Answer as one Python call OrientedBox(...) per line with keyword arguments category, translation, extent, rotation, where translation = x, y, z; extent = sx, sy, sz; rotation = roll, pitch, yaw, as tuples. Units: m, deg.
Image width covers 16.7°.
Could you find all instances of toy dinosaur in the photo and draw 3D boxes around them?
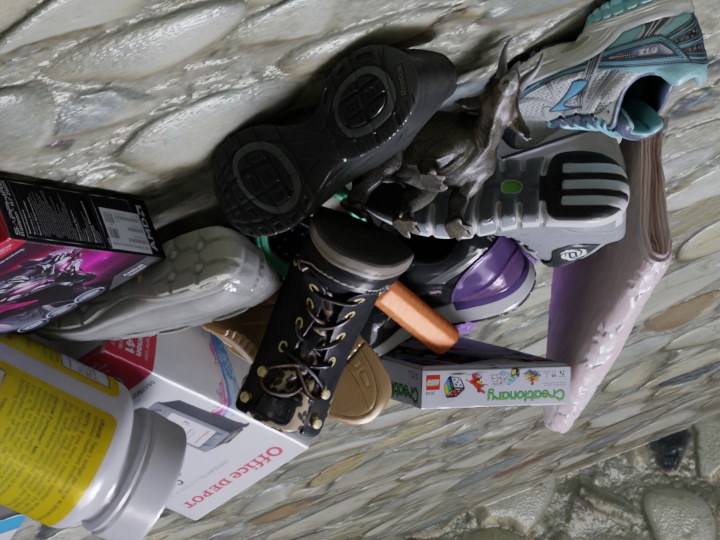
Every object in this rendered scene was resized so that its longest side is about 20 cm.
OrientedBox(category="toy dinosaur", translation=(0.046, -0.077, 1.689), extent=(0.200, 0.077, 0.102), rotation=(-16, -143, 42))

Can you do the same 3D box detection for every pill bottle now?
OrientedBox(category="pill bottle", translation=(-0.229, 0.110, 1.712), extent=(0.200, 0.114, 0.114), rotation=(28, 143, -19))

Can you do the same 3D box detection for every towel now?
OrientedBox(category="towel", translation=(0.193, -0.002, 1.916), extent=(0.032, 0.191, 0.200), rotation=(17, 131, -8))

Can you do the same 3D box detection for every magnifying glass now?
OrientedBox(category="magnifying glass", translation=(0.000, 0.000, 1.798), extent=(0.080, 0.022, 0.200), rotation=(-44, 121, 11))

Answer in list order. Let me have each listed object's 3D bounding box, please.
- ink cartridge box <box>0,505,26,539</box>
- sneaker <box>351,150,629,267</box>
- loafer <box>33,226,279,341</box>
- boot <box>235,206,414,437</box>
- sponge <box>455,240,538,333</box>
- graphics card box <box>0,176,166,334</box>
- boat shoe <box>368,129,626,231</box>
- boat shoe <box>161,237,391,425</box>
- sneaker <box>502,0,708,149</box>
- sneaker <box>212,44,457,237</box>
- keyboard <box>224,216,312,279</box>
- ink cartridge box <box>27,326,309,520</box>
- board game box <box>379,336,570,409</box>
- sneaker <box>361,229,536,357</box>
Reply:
OrientedBox(category="ink cartridge box", translation=(-0.353, 0.160, 1.832), extent=(0.145, 0.147, 0.200), rotation=(-15, 164, -25))
OrientedBox(category="sneaker", translation=(0.098, -0.038, 1.776), extent=(0.200, 0.075, 0.116), rotation=(6, 158, 14))
OrientedBox(category="loafer", translation=(-0.147, 0.019, 1.704), extent=(0.200, 0.070, 0.070), rotation=(-10, 150, 35))
OrientedBox(category="boot", translation=(-0.028, 0.038, 1.656), extent=(0.073, 0.151, 0.200), rotation=(21, -175, -9))
OrientedBox(category="sponge", translation=(0.120, -0.022, 2.003), extent=(0.200, 0.030, 0.112), rotation=(-47, 158, 19))
OrientedBox(category="graphics card box", translation=(-0.229, -0.007, 1.594), extent=(0.125, 0.051, 0.200), rotation=(-28, 167, 20))
OrientedBox(category="boat shoe", translation=(0.107, -0.062, 1.875), extent=(0.200, 0.065, 0.074), rotation=(-22, 167, -2))
OrientedBox(category="boat shoe", translation=(-0.063, 0.038, 1.787), extent=(0.074, 0.200, 0.069), rotation=(-53, -175, 7))
OrientedBox(category="sneaker", translation=(0.162, -0.121, 1.691), extent=(0.078, 0.086, 0.200), rotation=(-12, 163, -37))
OrientedBox(category="sneaker", translation=(-0.013, -0.082, 1.609), extent=(0.200, 0.076, 0.091), rotation=(-30, 172, 37))
OrientedBox(category="keyboard", translation=(-0.082, 0.026, 1.845), extent=(0.104, 0.040, 0.200), rotation=(12, 142, -23))
OrientedBox(category="ink cartridge box", translation=(-0.156, 0.094, 1.848), extent=(0.200, 0.086, 0.148), rotation=(29, 134, -31))
OrientedBox(category="board game box", translation=(0.064, 0.079, 1.937), extent=(0.126, 0.035, 0.200), rotation=(-1, -175, -23))
OrientedBox(category="sneaker", translation=(0.026, 0.004, 1.871), extent=(0.200, 0.076, 0.088), rotation=(-21, 130, 19))
